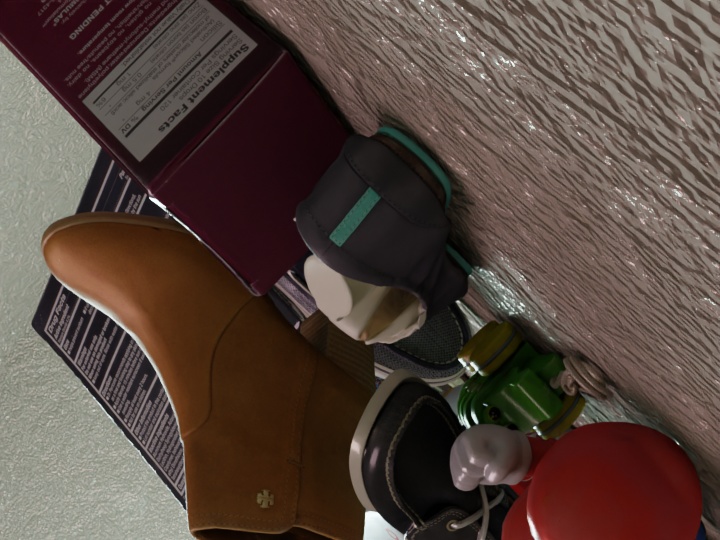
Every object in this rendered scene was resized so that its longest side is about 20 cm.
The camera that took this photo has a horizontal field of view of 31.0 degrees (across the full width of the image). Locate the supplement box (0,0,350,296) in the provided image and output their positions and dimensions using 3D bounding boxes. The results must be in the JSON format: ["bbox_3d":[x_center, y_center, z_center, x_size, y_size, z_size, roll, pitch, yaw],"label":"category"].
[{"bbox_3d":[-0.098,-0.094,0.629,0.200,0.086,0.110,43,177,33],"label":"supplement box"}]

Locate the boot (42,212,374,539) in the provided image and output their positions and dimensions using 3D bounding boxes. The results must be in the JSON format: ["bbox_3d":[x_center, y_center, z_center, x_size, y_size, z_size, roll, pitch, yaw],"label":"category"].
[{"bbox_3d":[-0.079,0.063,0.663,0.199,0.146,0.071,21,143,-19],"label":"boot"}]

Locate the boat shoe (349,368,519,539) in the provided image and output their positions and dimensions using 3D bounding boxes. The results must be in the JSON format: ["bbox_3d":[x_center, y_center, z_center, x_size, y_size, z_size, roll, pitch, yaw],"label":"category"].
[{"bbox_3d":[0.049,0.114,0.665,0.067,0.072,0.201,19,156,31],"label":"boat shoe"}]

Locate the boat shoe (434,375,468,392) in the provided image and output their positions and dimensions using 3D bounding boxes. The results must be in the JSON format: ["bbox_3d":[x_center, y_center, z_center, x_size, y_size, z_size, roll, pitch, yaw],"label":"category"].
[{"bbox_3d":[0.056,0.111,1.293,0.202,0.075,0.075,45,176,-6],"label":"boat shoe"}]

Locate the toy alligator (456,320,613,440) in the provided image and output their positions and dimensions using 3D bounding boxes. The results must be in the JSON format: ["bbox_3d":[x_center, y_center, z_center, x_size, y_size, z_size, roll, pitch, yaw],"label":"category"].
[{"bbox_3d":[0.079,0.066,0.664,0.059,0.054,0.200,44,177,-2],"label":"toy alligator"}]

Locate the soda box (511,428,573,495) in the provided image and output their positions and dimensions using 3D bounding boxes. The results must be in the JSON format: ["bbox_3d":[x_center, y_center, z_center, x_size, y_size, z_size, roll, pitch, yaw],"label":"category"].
[{"bbox_3d":[0.174,0.187,0.895,0.200,0.063,0.070,47,176,-21],"label":"soda box"}]

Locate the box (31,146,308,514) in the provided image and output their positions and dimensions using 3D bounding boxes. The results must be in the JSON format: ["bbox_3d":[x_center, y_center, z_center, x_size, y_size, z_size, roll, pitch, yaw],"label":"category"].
[{"bbox_3d":[-0.103,0.021,0.907,0.198,0.201,0.123,45,-144,19],"label":"box"}]

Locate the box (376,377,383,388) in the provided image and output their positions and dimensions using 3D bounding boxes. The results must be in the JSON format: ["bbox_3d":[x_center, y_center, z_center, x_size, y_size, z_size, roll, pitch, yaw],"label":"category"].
[{"bbox_3d":[0.011,0.069,1.053,0.035,0.110,0.200,42,176,23],"label":"box"}]

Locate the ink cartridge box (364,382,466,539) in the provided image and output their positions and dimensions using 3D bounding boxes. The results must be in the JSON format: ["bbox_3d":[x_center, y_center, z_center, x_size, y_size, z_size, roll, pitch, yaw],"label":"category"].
[{"bbox_3d":[0.078,0.193,1.037,0.145,0.145,0.200,44,159,-4],"label":"ink cartridge box"}]

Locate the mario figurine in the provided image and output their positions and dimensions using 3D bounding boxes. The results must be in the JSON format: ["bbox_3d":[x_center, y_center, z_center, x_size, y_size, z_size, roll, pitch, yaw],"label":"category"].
[{"bbox_3d":[0.107,0.130,0.609,0.122,0.108,0.200,1,168,19],"label":"mario figurine"}]

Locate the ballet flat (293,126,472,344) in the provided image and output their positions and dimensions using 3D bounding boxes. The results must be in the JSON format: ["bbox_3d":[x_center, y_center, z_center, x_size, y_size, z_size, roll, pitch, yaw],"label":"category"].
[{"bbox_3d":[0.007,-0.006,0.569,0.073,0.073,0.200,44,177,12],"label":"ballet flat"}]

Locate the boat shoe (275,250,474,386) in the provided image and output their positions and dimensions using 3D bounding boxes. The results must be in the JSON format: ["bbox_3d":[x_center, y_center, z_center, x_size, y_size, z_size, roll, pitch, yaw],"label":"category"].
[{"bbox_3d":[0.000,0.000,0.744,0.199,0.075,0.093,35,162,-16],"label":"boat shoe"}]
